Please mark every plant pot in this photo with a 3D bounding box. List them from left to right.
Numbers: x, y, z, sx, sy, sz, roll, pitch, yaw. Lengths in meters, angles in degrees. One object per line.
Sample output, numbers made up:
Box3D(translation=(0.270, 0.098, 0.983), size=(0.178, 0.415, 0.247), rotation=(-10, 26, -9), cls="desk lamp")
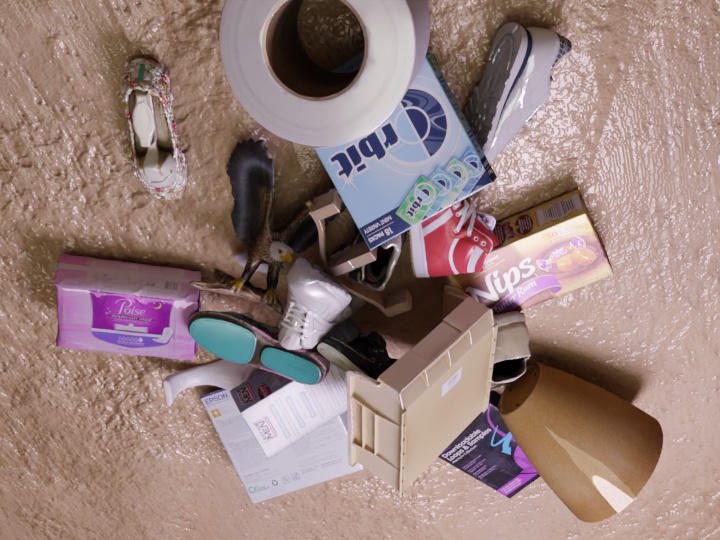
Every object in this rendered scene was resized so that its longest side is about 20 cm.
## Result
Box3D(translation=(0.304, 0.231, 1.420), size=(0.199, 0.187, 0.186), rotation=(39, 120, -12), cls="plant pot")

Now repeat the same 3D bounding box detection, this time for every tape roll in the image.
Box3D(translation=(-0.032, -0.243, 1.007), size=(0.199, 0.139, 0.206), rotation=(4, 111, 9), cls="tape roll")

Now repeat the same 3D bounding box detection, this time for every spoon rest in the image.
Box3D(translation=(-0.184, 0.156, 1.415), size=(0.197, 0.061, 0.101), rotation=(-5, 107, -3), cls="spoon rest")

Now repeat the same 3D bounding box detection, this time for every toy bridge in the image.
Box3D(translation=(-0.012, -0.014, 1.191), size=(0.067, 0.027, 0.201), rotation=(-21, 127, 23), cls="toy bridge")

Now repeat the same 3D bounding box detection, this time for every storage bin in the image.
Box3D(translation=(0.080, 0.153, 1.267), size=(0.093, 0.199, 0.200), rotation=(30, 140, 30), cls="storage bin")

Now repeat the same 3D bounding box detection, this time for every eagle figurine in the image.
Box3D(translation=(-0.105, -0.052, 1.227), size=(0.151, 0.150, 0.203), rotation=(7, 105, -59), cls="eagle figurine")

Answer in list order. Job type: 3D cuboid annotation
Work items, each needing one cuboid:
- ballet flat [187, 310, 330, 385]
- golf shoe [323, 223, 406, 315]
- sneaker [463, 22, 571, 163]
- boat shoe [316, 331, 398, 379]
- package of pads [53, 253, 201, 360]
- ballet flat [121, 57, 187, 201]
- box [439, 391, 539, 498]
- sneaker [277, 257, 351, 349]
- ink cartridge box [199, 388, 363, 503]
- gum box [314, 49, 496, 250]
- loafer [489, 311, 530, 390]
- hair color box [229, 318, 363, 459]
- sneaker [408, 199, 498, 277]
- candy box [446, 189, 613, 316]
Box3D(translation=(-0.133, 0.094, 1.308), size=(0.197, 0.071, 0.070), rotation=(20, 121, -4), cls="ballet flat")
Box3D(translation=(0.000, 0.000, 1.275), size=(0.076, 0.089, 0.201), rotation=(16, 128, -15), cls="golf shoe")
Box3D(translation=(0.175, -0.190, 1.137), size=(0.079, 0.077, 0.201), rotation=(1, 136, -25), cls="sneaker")
Box3D(translation=(0.012, 0.116, 1.296), size=(0.199, 0.074, 0.067), rotation=(40, 78, -48), cls="boat shoe")
Box3D(translation=(-0.314, 0.051, 1.318), size=(0.197, 0.076, 0.122), rotation=(7, 128, -6), cls="package of pads")
Box3D(translation=(-0.252, -0.155, 1.162), size=(0.074, 0.064, 0.202), rotation=(-4, 129, 2), cls="ballet flat")
Box3D(translation=(0.212, 0.272, 1.527), size=(0.199, 0.036, 0.143), rotation=(33, 122, -22), cls="box")
Box3D(translation=(-0.064, 0.054, 1.205), size=(0.078, 0.100, 0.200), rotation=(36, 170, 17), cls="sneaker")
Box3D(translation=(-0.116, 0.239, 1.481), size=(0.194, 0.043, 0.202), rotation=(-19, 106, 14), cls="ink cartridge box")
Box3D(translation=(0.036, -0.152, 1.123), size=(0.168, 0.045, 0.202), rotation=(-27, 96, 20), cls="gum box")
Box3D(translation=(0.190, 0.128, 1.358), size=(0.074, 0.069, 0.201), rotation=(-8, 151, -6), cls="loafer")
Box3D(translation=(-0.073, 0.167, 1.374), size=(0.198, 0.061, 0.100), rotation=(-31, 125, -8), cls="hair color box")
Box3D(translation=(0.113, -0.083, 1.199), size=(0.111, 0.072, 0.202), rotation=(0, 121, 13), cls="sneaker")
Box3D(translation=(0.219, -0.013, 1.285), size=(0.198, 0.057, 0.117), rotation=(-23, 126, 16), cls="candy box")
